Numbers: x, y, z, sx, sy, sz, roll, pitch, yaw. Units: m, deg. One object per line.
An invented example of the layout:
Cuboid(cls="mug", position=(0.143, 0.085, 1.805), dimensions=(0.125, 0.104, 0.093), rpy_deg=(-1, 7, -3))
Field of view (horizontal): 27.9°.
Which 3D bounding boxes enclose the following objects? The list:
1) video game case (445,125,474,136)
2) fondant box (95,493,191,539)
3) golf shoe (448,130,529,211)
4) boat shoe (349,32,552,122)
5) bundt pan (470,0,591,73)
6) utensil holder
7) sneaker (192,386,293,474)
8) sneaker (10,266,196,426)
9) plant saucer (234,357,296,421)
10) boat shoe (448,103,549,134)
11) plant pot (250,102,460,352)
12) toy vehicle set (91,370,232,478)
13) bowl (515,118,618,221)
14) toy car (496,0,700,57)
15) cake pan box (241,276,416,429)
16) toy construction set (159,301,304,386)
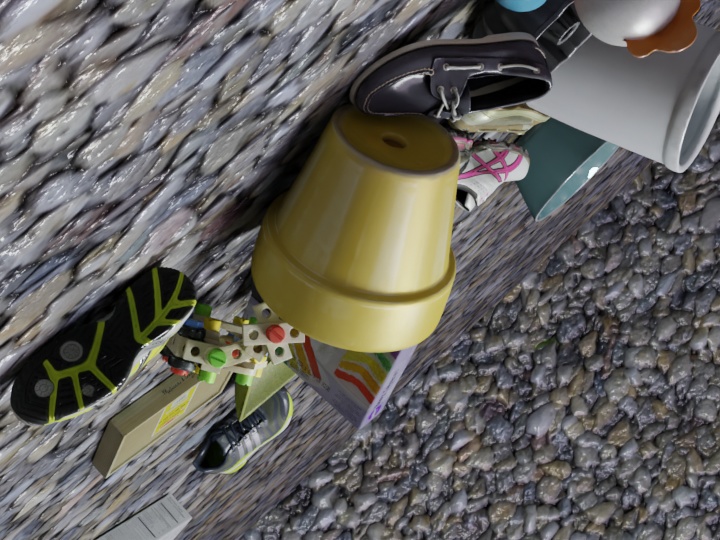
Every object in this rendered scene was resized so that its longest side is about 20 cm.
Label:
Cuboid(cls="video game case", position=(0.056, -0.101, 1.816), dimensions=(0.182, 0.023, 0.200), rpy_deg=(-36, 167, -39))
Cuboid(cls="fondant box", position=(-0.370, 0.443, 2.255), dimensions=(0.144, 0.058, 0.200), rpy_deg=(-50, 167, 29))
Cuboid(cls="golf shoe", position=(0.132, -0.116, 1.730), dimensions=(0.073, 0.092, 0.200), rpy_deg=(3, -179, 42))
Cuboid(cls="boat shoe", position=(0.090, -0.176, 1.374), dimensions=(0.200, 0.063, 0.073), rpy_deg=(-14, 145, -17))
Cuboid(cls="bundt pan", position=(0.191, -0.271, 1.507), dimensions=(0.202, 0.076, 0.202), rpy_deg=(-43, 169, -10))
Cuboid(cls="utensil holder", position=(0.314, -0.229, 1.683), dimensions=(0.170, 0.200, 0.170), rpy_deg=(-51, 157, -32))
Cuboid(cls="sneaker", position=(-0.176, 0.244, 2.171), dimensions=(0.200, 0.074, 0.081), rpy_deg=(-50, 165, 23))
Cuboid(cls="sneaker", position=(-0.229, 0.080, 1.316), dimensions=(0.200, 0.075, 0.076), rpy_deg=(-37, 167, -27))
Cuboid(cls="plant saucer", position=(-0.097, 0.099, 1.956), dimensions=(0.200, 0.048, 0.200), rpy_deg=(-40, 169, -22))
Cuboid(cls="boat shoe", position=(0.169, -0.195, 1.753), dimensions=(0.063, 0.073, 0.201), rpy_deg=(-41, 169, 25))
Cuboid(cls="plant pot", position=(0.010, -0.054, 1.414), dimensions=(0.201, 0.201, 0.189), rpy_deg=(-31, 148, -49))
Cuboid(cls="toy vehicle set", position=(-0.233, 0.164, 1.758), dimensions=(0.200, 0.027, 0.124), rpy_deg=(-36, 167, -36))
Cuboid(cls="bowl", position=(0.305, -0.181, 2.210), dimensions=(0.201, 0.105, 0.201), rpy_deg=(-41, 169, -10))
Cuboid(cls="toy car", position=(0.237, -0.280, 1.309), dimensions=(0.177, 0.200, 0.184), rpy_deg=(-41, 170, -13))
Cuboid(cls="cake pan box", position=(-0.031, 0.049, 1.588), dimensions=(0.052, 0.200, 0.184), rpy_deg=(-34, 161, -44))
Cuboid(cls="toy construction set", position=(-0.134, 0.078, 1.490), dimensions=(0.200, 0.131, 0.092), rpy_deg=(159, -55, -69))
